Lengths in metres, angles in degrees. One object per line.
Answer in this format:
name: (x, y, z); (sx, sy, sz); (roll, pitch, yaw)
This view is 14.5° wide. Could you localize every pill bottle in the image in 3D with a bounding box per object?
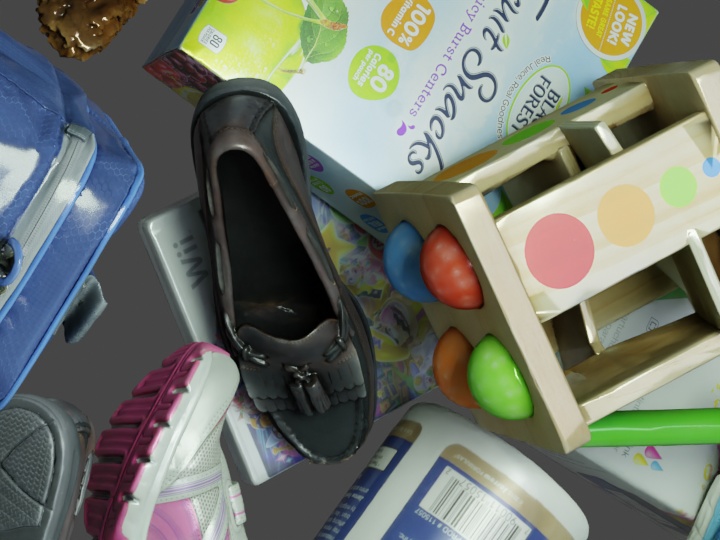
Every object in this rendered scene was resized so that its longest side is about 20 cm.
pill bottle: (0.014, 0.174, 1.376); (0.111, 0.111, 0.200); (41, 77, -21)

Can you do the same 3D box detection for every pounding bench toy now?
pounding bench toy: (0.115, 0.029, 1.303); (0.155, 0.124, 0.201); (-28, 99, -14)

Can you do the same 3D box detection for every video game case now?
video game case: (0.000, 0.000, 1.421); (0.199, 0.018, 0.144); (-27, 103, -23)

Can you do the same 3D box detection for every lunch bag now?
lunch bag: (-0.170, -0.029, 1.229); (0.132, 0.200, 0.136); (31, 98, -19)

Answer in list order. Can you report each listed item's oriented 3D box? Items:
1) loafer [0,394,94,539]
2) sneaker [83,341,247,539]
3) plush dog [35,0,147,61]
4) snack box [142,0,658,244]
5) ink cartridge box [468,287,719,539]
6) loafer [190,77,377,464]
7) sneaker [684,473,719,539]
loafer: (-0.167, 0.155, 1.294); (0.201, 0.072, 0.063); (-70, 160, 4)
sneaker: (-0.086, 0.135, 1.346); (0.088, 0.081, 0.201); (15, 90, -21)
plush dog: (-0.125, -0.198, 1.269); (0.200, 0.160, 0.172); (-50, 129, 1)
snack box: (0.022, -0.114, 1.388); (0.199, 0.068, 0.169); (35, 73, -16)
ink cartridge box: (0.172, 0.054, 1.458); (0.199, 0.087, 0.146); (33, 81, -30)
loafer: (-0.041, 0.011, 1.332); (0.071, 0.063, 0.201); (-12, 114, 8)
sneaker: (0.200, 0.154, 1.391); (0.078, 0.090, 0.200); (38, 97, -30)
